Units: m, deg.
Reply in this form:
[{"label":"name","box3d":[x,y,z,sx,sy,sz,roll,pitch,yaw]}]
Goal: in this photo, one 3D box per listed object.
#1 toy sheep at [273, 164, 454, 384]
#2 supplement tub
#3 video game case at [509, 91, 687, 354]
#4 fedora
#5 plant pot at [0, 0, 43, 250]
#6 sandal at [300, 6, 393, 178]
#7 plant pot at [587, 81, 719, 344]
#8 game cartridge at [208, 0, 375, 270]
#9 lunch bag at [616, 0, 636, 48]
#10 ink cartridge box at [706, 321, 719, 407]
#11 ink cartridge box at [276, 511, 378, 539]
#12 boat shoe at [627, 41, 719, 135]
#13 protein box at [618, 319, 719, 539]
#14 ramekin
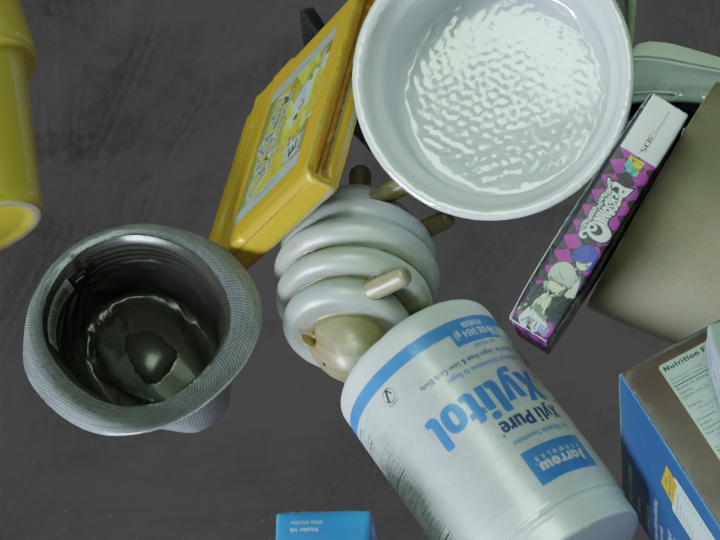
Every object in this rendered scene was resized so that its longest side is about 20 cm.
[{"label":"toy sheep","box3d":[0.000,0.000,1.656,0.137,0.139,0.201,-1,47,9]},{"label":"supplement tub","box3d":[0.088,0.133,1.560,0.131,0.132,0.200,-33,64,-9]},{"label":"video game case","box3d":[0.167,-0.028,1.575,0.036,0.200,0.182,32,88,7]},{"label":"fedora","box3d":[-0.157,0.060,1.670,0.199,0.091,0.177,32,69,30]},{"label":"plant pot","box3d":[-0.336,-0.111,1.747,0.199,0.201,0.190,-21,75,-2]},{"label":"sandal","box3d":[0.005,-0.141,1.751,0.045,0.075,0.200,-23,46,-14]},{"label":"plant pot","box3d":[0.293,-0.003,1.591,0.199,0.188,0.188,31,70,8]},{"label":"game cartridge","box3d":[-0.054,-0.097,1.685,0.032,0.200,0.177,27,57,-19]},{"label":"lunch bag","box3d":[0.120,-0.171,1.720,0.163,0.118,0.202,-8,60,25]},{"label":"ink cartridge box","box3d":[0.313,0.108,1.357,0.159,0.047,0.201,-12,57,-1]},{"label":"ink cartridge box","box3d":[-0.021,0.278,1.503,0.067,0.116,0.202,-2,61,8]},{"label":"boat shoe","box3d":[0.288,-0.119,1.707,0.199,0.070,0.072,15,65,24]},{"label":"protein box","box3d":[0.278,0.158,1.477,0.134,0.199,0.201,-26,60,-8]},{"label":"ramekin","box3d":[0.100,-0.132,1.596,0.199,0.098,0.202,-1,86,11]}]
